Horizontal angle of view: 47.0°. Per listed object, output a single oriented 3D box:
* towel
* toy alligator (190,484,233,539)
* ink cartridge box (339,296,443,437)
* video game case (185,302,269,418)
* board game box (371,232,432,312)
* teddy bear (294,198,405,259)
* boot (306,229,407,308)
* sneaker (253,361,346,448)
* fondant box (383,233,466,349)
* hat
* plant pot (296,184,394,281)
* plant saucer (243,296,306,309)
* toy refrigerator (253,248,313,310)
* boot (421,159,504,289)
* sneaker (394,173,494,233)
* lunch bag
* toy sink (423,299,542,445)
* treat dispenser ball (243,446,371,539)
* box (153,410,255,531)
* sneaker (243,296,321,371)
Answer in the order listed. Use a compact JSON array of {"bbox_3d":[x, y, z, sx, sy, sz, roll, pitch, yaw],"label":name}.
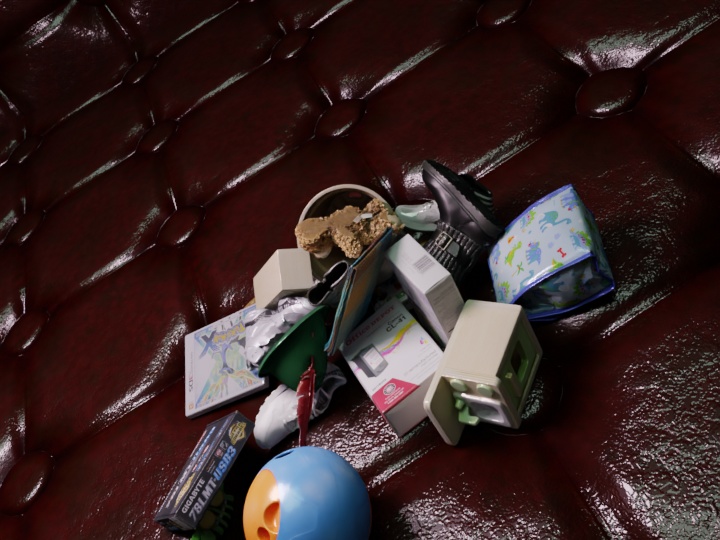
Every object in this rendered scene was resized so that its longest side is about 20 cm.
[{"bbox_3d":[-0.004,0.035,1.417,0.021,0.203,0.147,27,40,12],"label":"towel"},{"bbox_3d":[-0.259,0.448,1.424,0.053,0.060,0.203,20,54,-4],"label":"toy alligator"},{"bbox_3d":[0.066,0.164,1.442,0.147,0.086,0.200,-38,42,-3],"label":"ink cartridge box"},{"bbox_3d":[-0.272,0.180,1.665,0.197,0.022,0.186,-24,54,21],"label":"video game case"},{"bbox_3d":[0.103,0.008,1.599,0.198,0.035,0.127,-33,40,4],"label":"board game box"},{"bbox_3d":[-0.017,-0.068,1.474,0.197,0.068,0.145,-26,42,-25],"label":"teddy bear"},{"bbox_3d":[0.000,0.000,1.489,0.200,0.130,0.068,-46,69,12],"label":"boot"},{"bbox_3d":[-0.112,0.245,1.500,0.080,0.077,0.201,29,72,38],"label":"sneaker"},{"bbox_3d":[0.128,0.053,1.414,0.058,0.202,0.144,-34,40,-7],"label":"fondant box"},{"bbox_3d":[-0.070,0.194,1.444,0.200,0.166,0.176,-45,77,-2],"label":"hat"},{"bbox_3d":[-0.018,-0.082,1.639,0.197,0.203,0.184,-27,11,9],"label":"plant pot"},{"bbox_3d":[-0.189,0.106,1.708,0.196,0.036,0.203,-19,44,18],"label":"plant saucer"},{"bbox_3d":[-0.148,0.024,1.584,0.068,0.200,0.078,-3,75,-21],"label":"toy refrigerator"},{"bbox_3d":[0.146,-0.083,1.506,0.159,0.079,0.212,-51,60,23],"label":"boot"},{"bbox_3d":[0.161,-0.137,1.590,0.195,0.118,0.076,5,31,10],"label":"sneaker"},{"bbox_3d":[0.312,-0.015,1.408,0.197,0.127,0.173,-28,40,24],"label":"lunch bag"},{"bbox_3d":[0.201,0.170,1.310,0.110,0.131,0.202,5,54,36],"label":"toy sink"},{"bbox_3d":[-0.080,0.373,1.256,0.197,0.202,0.204,-18,43,18],"label":"treat dispenser ball"},{"bbox_3d":[-0.277,0.355,1.451,0.202,0.049,0.198,-61,14,-27],"label":"box"},{"bbox_3d":[-0.148,0.124,1.552,0.197,0.074,0.118,-18,58,40],"label":"sneaker"}]
